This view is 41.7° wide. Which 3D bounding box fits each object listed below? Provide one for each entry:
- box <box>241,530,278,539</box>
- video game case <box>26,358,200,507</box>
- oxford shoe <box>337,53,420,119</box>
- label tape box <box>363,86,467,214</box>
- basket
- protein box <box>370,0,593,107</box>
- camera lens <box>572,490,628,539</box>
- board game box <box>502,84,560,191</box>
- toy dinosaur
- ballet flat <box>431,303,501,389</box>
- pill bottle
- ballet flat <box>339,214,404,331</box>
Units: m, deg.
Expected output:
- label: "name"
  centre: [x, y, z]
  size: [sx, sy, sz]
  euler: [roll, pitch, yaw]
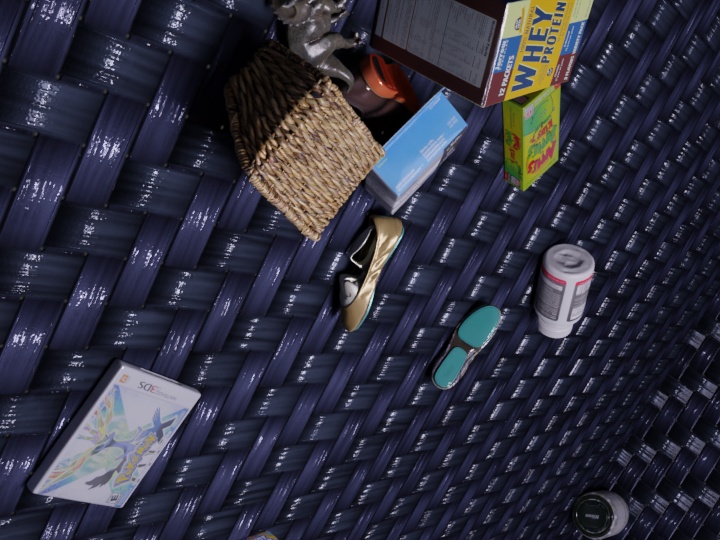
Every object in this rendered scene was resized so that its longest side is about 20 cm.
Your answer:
- label: "box"
  centre: [-0.175, 0.615, 1.686]
  size: [0.122, 0.192, 0.201]
  euler: [-4, 122, -52]
- label: "video game case"
  centre: [-0.327, 0.226, 1.278]
  size: [0.201, 0.022, 0.182]
  euler: [-54, 149, -1]
- label: "oxford shoe"
  centre: [0.026, -0.241, 1.295]
  size: [0.072, 0.072, 0.200]
  euler: [-27, 164, 20]
- label: "label tape box"
  centre: [0.078, -0.165, 1.329]
  size: [0.143, 0.066, 0.200]
  euler: [-46, 179, -7]
- label: "basket"
  centre: [-0.089, -0.156, 1.125]
  size: [0.149, 0.143, 0.200]
  euler: [-51, 151, -1]
- label: "protein box"
  centre: [0.159, -0.332, 1.239]
  size: [0.198, 0.200, 0.136]
  euler: [-23, 137, -41]
- label: "camera lens"
  centre: [0.849, 0.860, 3.334]
  size: [0.200, 0.160, 0.161]
  euler: [15, 107, -57]
- label: "board game box"
  centre: [0.301, -0.246, 1.658]
  size: [0.102, 0.048, 0.201]
  euler: [-42, 146, -21]
- label: "toy dinosaur"
  centre: [-0.055, -0.292, 1.130]
  size: [0.102, 0.077, 0.201]
  euler: [-31, 148, -14]
- label: "ballet flat"
  centre: [0.209, 0.151, 1.905]
  size: [0.201, 0.072, 0.072]
  euler: [-53, 149, -4]
- label: "pill bottle"
  centre: [0.439, 0.050, 2.064]
  size: [0.110, 0.110, 0.201]
  euler: [-32, 142, -33]
- label: "ballet flat"
  centre: [0.000, 0.000, 1.487]
  size: [0.063, 0.069, 0.201]
  euler: [17, 104, -28]
